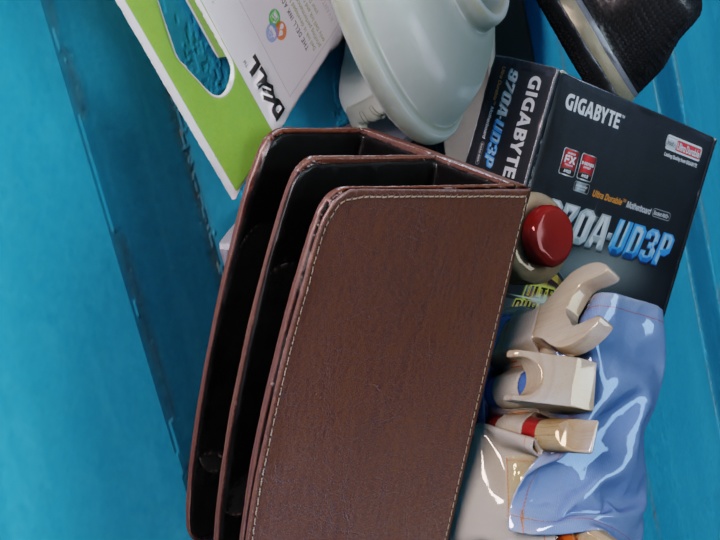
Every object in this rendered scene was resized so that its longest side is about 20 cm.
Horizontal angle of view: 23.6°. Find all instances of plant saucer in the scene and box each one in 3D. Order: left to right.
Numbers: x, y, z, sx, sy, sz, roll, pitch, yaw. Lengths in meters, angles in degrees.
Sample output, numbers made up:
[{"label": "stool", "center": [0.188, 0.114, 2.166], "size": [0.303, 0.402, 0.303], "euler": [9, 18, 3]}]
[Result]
[{"label": "plant saucer", "center": [0.031, -0.162, 0.808], "size": [0.200, 0.050, 0.203], "euler": [-12, 90, -70]}]

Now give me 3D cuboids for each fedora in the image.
[{"label": "fedora", "center": [0.166, -0.186, 1.129], "size": [0.201, 0.091, 0.201], "euler": [55, 13, -18]}]

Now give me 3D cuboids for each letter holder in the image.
[{"label": "letter holder", "center": [-0.024, 0.047, 0.761], "size": [0.141, 0.100, 0.202], "euler": [-5, 112, -49]}]

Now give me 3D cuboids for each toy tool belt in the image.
[{"label": "toy tool belt", "center": [0.103, 0.058, 0.825], "size": [0.124, 0.122, 0.203], "euler": [12, 81, -38]}]

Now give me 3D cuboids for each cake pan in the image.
[{"label": "cake pan", "center": [0.082, -0.087, 1.053], "size": [0.200, 0.036, 0.203], "euler": [-5, 90, -77]}]

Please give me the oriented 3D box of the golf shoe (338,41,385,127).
[{"label": "golf shoe", "center": [0.010, -0.166, 0.963], "size": [0.097, 0.078, 0.201], "euler": [44, 41, -28]}]

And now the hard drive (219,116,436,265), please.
[{"label": "hard drive", "center": [0.000, 0.000, 0.929], "size": [0.200, 0.042, 0.136], "euler": [-44, 125, -55]}]

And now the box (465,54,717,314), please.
[{"label": "box", "center": [0.122, -0.022, 0.982], "size": [0.199, 0.046, 0.161], "euler": [12, 95, -53]}]

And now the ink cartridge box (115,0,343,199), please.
[{"label": "ink cartridge box", "center": [-0.069, -0.155, 0.794], "size": [0.201, 0.075, 0.148], "euler": [-60, 137, -34]}]
